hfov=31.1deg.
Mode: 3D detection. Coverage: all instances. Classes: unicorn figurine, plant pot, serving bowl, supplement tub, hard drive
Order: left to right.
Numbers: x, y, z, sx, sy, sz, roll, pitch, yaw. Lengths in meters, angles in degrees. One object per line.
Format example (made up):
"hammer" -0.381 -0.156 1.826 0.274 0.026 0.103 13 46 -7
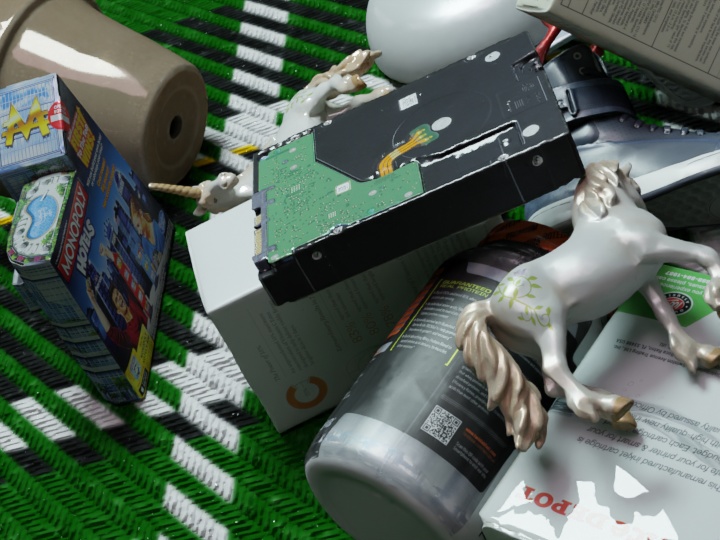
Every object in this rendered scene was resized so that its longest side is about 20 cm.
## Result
"plant pot" -0.236 -0.145 1.143 0.173 0.201 0.201 16 54 20
"unicorn figurine" -0.054 -0.100 1.061 0.136 0.074 0.200 -10 27 38
"hard drive" 0.028 -0.064 0.790 0.198 0.038 0.140 -23 33 10
"serving bowl" 0.088 -0.251 1.126 0.198 0.066 0.201 -18 41 17
"supplement tub" 0.066 0.073 0.767 0.122 0.123 0.200 14 55 39
"unicorn figurine" 0.134 0.007 0.699 0.199 0.074 0.138 -22 56 -31

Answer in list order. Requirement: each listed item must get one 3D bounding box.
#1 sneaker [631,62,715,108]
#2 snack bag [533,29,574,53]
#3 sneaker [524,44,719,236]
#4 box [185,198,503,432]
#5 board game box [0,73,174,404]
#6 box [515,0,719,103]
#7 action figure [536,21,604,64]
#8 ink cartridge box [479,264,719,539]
"sneaker" 0.205 -0.222 0.975 0.074 0.200 0.119 -35 20 41
"snack bag" 0.180 -0.251 1.135 0.199 0.021 0.189 -30 39 1
"sneaker" 0.202 -0.098 0.888 0.200 0.077 0.147 -13 58 17
"box" 0.000 0.000 0.882 0.199 0.125 0.098 -26 39 1
"board game box" -0.219 -0.034 0.981 0.061 0.201 0.201 -14 40 14
"box" 0.218 -0.179 0.879 0.096 0.198 0.078 -65 14 8
"action figure" 0.104 -0.098 0.970 0.201 0.065 0.052 -54 20 -10
"ink cartridge box" 0.179 0.104 0.700 0.146 0.083 0.200 16 55 40
